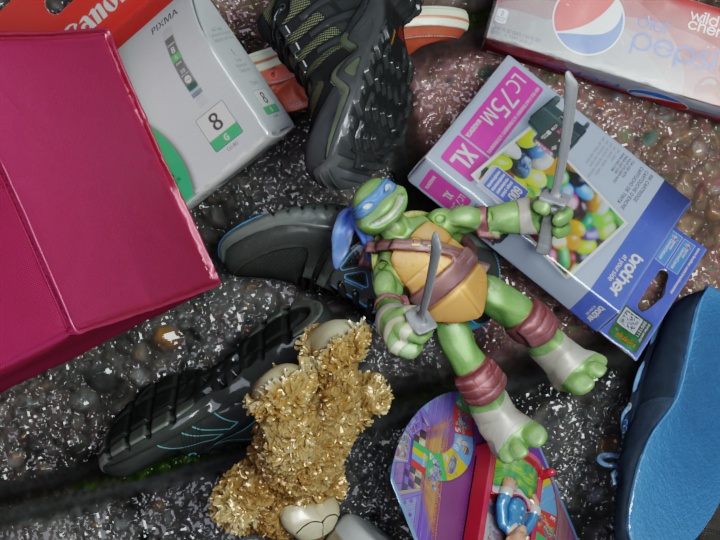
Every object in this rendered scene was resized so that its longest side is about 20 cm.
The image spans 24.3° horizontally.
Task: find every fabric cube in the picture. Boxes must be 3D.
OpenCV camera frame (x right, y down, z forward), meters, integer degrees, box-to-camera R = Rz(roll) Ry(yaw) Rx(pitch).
[{"bbox_3d":[-0.247,-0.027,1.072,0.199,0.196,0.201,-25,87,24],"label":"fabric cube"}]

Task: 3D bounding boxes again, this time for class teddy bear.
[{"bbox_3d":[-0.035,0.114,1.079,0.067,0.145,0.201,32,124,18],"label":"teddy bear"}]

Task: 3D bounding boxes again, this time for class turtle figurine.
[{"bbox_3d":[0.084,0.019,1.048,0.199,0.144,0.194,-23,114,35],"label":"turtle figurine"}]

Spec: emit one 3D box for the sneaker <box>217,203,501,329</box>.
[{"bbox_3d":[0.000,0.000,1.153,0.199,0.073,0.082,0,79,1],"label":"sneaker"}]

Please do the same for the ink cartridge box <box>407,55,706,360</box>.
[{"bbox_3d":[0.144,-0.045,1.148,0.200,0.042,0.119,40,58,-1],"label":"ink cartridge box"}]

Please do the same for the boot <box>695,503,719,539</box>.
[{"bbox_3d":[0.288,0.146,1.110,0.200,0.069,0.175,28,93,44],"label":"boot"}]

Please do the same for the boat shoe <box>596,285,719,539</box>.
[{"bbox_3d":[0.213,0.109,1.129,0.084,0.069,0.201,37,61,-17],"label":"boat shoe"}]

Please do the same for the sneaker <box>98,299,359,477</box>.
[{"bbox_3d":[-0.090,0.101,1.154,0.199,0.076,0.079,-29,116,13],"label":"sneaker"}]

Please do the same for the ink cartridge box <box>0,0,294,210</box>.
[{"bbox_3d":[-0.163,-0.133,1.148,0.161,0.050,0.200,-35,90,26],"label":"ink cartridge box"}]

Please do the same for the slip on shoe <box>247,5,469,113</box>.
[{"bbox_3d":[-0.017,-0.139,1.167,0.199,0.074,0.062,-19,93,6],"label":"slip on shoe"}]

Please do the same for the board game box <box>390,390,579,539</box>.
[{"bbox_3d":[0.105,0.172,1.114,0.039,0.158,0.201,-24,87,42],"label":"board game box"}]

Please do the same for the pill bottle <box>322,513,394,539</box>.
[{"bbox_3d":[-0.024,0.277,1.123,0.120,0.120,0.200,38,89,2],"label":"pill bottle"}]

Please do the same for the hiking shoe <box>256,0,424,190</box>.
[{"bbox_3d":[-0.019,-0.139,1.091,0.100,0.076,0.201,-2,61,26],"label":"hiking shoe"}]

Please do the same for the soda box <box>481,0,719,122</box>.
[{"bbox_3d":[0.189,-0.161,1.166,0.199,0.063,0.070,17,89,1],"label":"soda box"}]
